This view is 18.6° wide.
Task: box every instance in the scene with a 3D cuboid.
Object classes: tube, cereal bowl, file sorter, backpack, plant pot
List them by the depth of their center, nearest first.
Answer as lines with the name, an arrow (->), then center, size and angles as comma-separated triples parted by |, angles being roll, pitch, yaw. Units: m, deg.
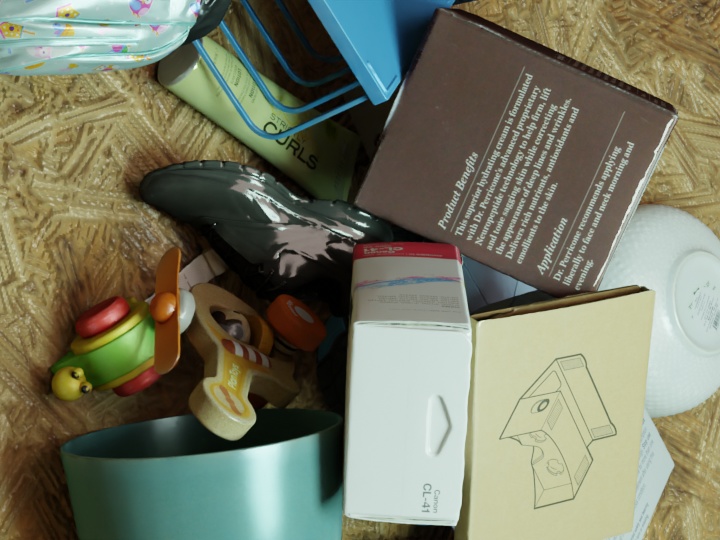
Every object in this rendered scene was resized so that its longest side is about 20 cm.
backpack -> -0.206, -0.201, 1.556 | 0.200, 0.167, 0.127 | -7, 93, -37
plant pot -> -0.104, 0.193, 1.556 | 0.201, 0.201, 0.161 | -10, 96, -43
file sorter -> -0.032, -0.210, 1.694 | 0.139, 0.123, 0.200 | 57, 32, -17
tube -> -0.072, -0.120, 1.733 | 0.200, 0.052, 0.058 | 35, 99, -37
cereal bowl -> 0.284, 0.033, 2.006 | 0.200, 0.083, 0.200 | 10, 75, -41

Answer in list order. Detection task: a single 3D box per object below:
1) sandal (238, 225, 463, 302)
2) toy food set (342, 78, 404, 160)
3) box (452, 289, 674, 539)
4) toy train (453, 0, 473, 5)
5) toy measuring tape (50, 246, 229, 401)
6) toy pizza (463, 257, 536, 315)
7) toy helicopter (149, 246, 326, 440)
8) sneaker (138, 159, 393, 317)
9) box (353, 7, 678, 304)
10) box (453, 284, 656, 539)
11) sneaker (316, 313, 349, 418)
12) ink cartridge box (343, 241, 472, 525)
sandal -> -0.001, 0.001, 1.747 | 0.200, 0.048, 0.075 | 2, 96, -29
toy food set -> 0.084, -0.113, 1.874 | 0.200, 0.060, 0.144 | -22, 89, -45
box -> 0.147, 0.146, 1.776 | 0.200, 0.105, 0.184 | 61, 36, -20
toy train -> 0.068, -0.324, 1.870 | 0.200, 0.087, 0.114 | 48, 61, -26
toy measuring tape -> -0.151, 0.036, 1.618 | 0.200, 0.074, 0.074 | -40, 109, -39
toy pizza -> 0.114, 0.057, 1.881 | 0.200, 0.032, 0.200 | 10, 75, -41
toy helicopter -> -0.100, 0.059, 1.553 | 0.132, 0.079, 0.200 | 38, 17, -13
sneaker -> -0.075, -0.024, 1.666 | 0.200, 0.076, 0.091 | 18, 76, -11
box -> 0.124, -0.091, 1.702 | 0.200, 0.164, 0.166 | 25, 100, 4
box -> 0.143, 0.117, 1.629 | 0.163, 0.021, 0.200 | -10, 113, -32
sneaker -> 0.027, 0.107, 1.777 | 0.082, 0.073, 0.200 | -48, 123, -47
ink cartridge box -> 0.032, 0.075, 1.561 | 0.200, 0.086, 0.148 | -83, 176, -75
